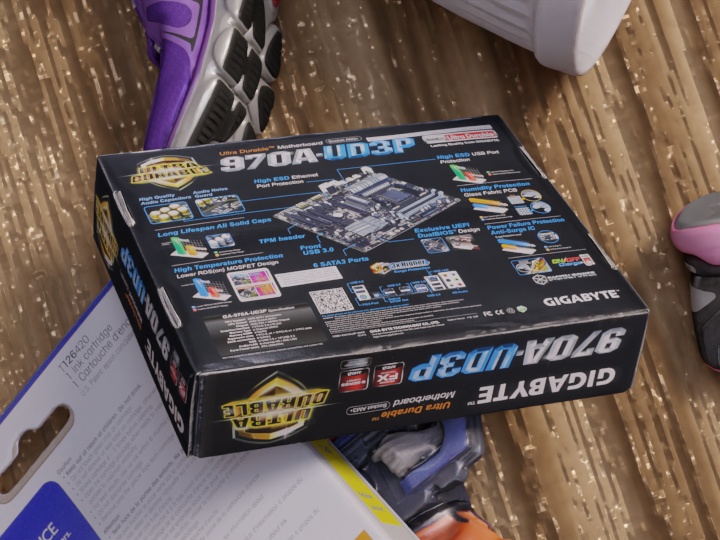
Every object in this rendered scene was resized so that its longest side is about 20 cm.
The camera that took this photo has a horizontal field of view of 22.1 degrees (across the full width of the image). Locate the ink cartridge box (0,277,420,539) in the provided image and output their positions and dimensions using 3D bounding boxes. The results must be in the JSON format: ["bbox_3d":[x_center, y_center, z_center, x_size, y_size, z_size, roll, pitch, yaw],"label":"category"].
[{"bbox_3d":[-0.094,0.130,0.801,0.198,0.047,0.200,-49,57,10],"label":"ink cartridge box"}]

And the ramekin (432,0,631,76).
[{"bbox_3d":[0.086,-0.198,0.822,0.104,0.200,0.201,22,81,11],"label":"ramekin"}]

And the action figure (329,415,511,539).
[{"bbox_3d":[0.008,0.136,0.834,0.199,0.104,0.194,-31,74,20],"label":"action figure"}]

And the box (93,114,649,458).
[{"bbox_3d":[0.000,0.000,0.788,0.199,0.046,0.159,-8,38,-21],"label":"box"}]

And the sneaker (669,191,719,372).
[{"bbox_3d":[0.244,0.008,0.861,0.198,0.079,0.096,-4,100,0],"label":"sneaker"}]

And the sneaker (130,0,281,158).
[{"bbox_3d":[-0.082,-0.129,0.877,0.083,0.081,0.201,1,71,13],"label":"sneaker"}]
